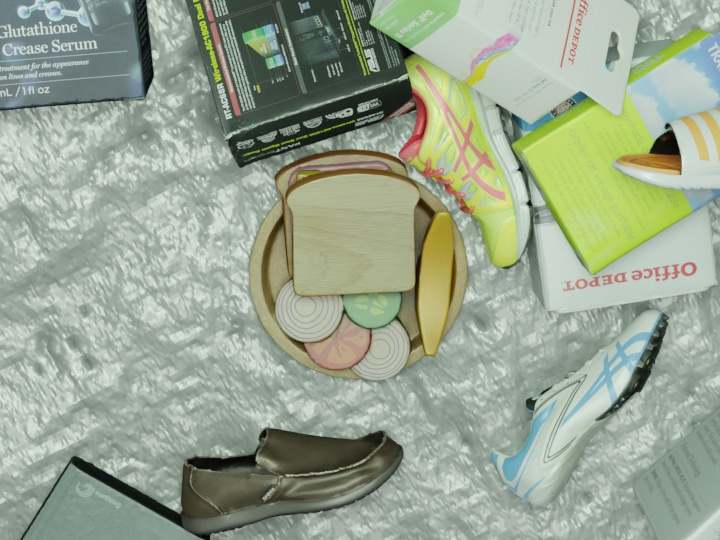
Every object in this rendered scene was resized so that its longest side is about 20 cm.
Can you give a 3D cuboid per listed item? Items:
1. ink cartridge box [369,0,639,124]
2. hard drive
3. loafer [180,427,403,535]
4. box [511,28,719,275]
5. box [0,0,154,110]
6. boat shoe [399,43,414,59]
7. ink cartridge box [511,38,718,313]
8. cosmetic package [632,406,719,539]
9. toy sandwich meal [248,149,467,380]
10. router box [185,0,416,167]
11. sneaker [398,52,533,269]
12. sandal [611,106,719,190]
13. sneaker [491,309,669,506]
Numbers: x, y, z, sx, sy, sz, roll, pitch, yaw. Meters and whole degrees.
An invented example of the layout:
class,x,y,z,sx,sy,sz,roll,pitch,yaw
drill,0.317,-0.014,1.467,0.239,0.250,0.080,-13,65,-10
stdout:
class,x,y,z,sx,sy,sz,roll,pitch,yaw
ink cartridge box,0.114,-0.195,1.587,0.200,0.117,0.067,30,145,-22
hard drive,-0.240,0.277,1.791,0.139,0.033,0.200,31,100,-9
loafer,-0.063,0.169,1.751,0.200,0.073,0.071,-16,103,0
box,0.235,-0.100,1.627,0.200,0.048,0.122,-32,105,1
box,-0.248,-0.233,1.625,0.148,0.107,0.200,-5,103,-1
boat shoe,-0.003,-0.181,1.670,0.200,0.070,0.070,-24,104,2
ink cartridge box,0.206,-0.079,1.698,0.145,0.084,0.200,-9,104,-3
cosmetic package,0.366,0.198,1.734,0.200,0.165,0.165,-42,103,8
toy sandwich meal,0.000,0.000,1.714,0.205,0.070,0.205,-1,104,-3
router box,-0.055,-0.196,1.613,0.150,0.062,0.200,-17,67,1
sneaker,0.077,-0.091,1.676,0.090,0.078,0.200,-20,98,-9
sandal,0.289,-0.098,1.575,0.206,0.079,0.059,-2,105,-17
sneaker,0.188,0.108,1.756,0.072,0.072,0.200,39,92,16
